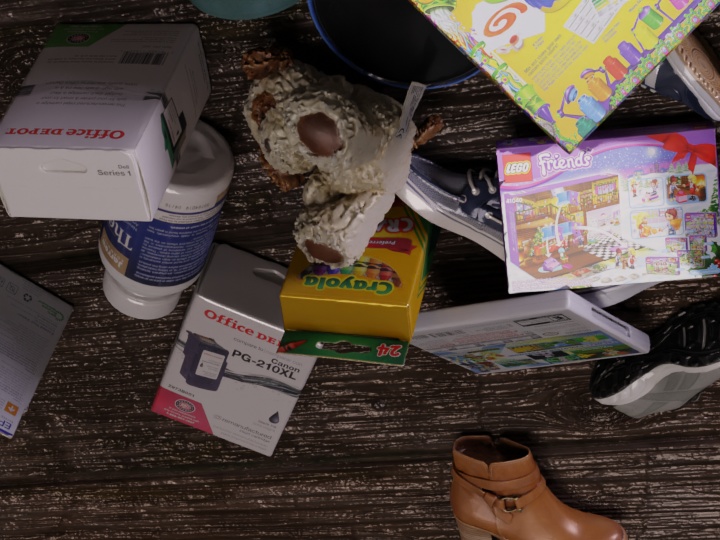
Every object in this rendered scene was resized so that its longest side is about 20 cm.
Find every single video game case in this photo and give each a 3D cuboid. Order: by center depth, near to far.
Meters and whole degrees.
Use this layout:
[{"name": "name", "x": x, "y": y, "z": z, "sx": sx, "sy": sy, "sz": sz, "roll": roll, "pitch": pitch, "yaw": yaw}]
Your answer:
[{"name": "video game case", "x": 0.157, "y": 0.063, "z": 1.646, "sx": 0.198, "sy": 0.022, "sz": 0.182, "roll": -10, "pitch": 159, "yaw": 32}]

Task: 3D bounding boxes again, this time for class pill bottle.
[{"name": "pill bottle", "x": -0.198, "y": -0.048, "z": 1.657, "sx": 0.110, "sy": 0.112, "sz": 0.201, "roll": 20, "pitch": 133, "yaw": -3}]

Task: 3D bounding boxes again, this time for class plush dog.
[{"name": "plush dog", "x": -0.035, "y": -0.131, "z": 1.530, "sx": 0.171, "sy": 0.160, "sz": 0.201, "roll": 31, "pitch": 146, "yaw": 28}]

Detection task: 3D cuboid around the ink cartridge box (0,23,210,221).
[{"name": "ink cartridge box", "x": -0.234, "y": -0.137, "z": 1.524, "sx": 0.144, "sy": 0.201, "sz": 0.085, "roll": 2, "pitch": 132, "yaw": 14}]

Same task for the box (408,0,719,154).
[{"name": "box", "x": 0.170, "y": -0.240, "z": 1.316, "sx": 0.192, "sy": 0.122, "sz": 0.200, "roll": 43, "pitch": 116, "yaw": -5}]

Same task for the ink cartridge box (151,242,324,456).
[{"name": "ink cartridge box", "x": -0.124, "y": 0.086, "z": 1.776, "sx": 0.143, "sy": 0.085, "sz": 0.201, "roll": 21, "pitch": 134, "yaw": -5}]

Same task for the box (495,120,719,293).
[{"name": "box", "x": 0.226, "y": -0.057, "z": 1.526, "sx": 0.197, "sy": 0.039, "sz": 0.139, "roll": -4, "pitch": 106, "yaw": 7}]

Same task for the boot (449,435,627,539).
[{"name": "boot", "x": 0.194, "y": 0.253, "z": 1.852, "sx": 0.197, "sy": 0.074, "sz": 0.156, "roll": 0, "pitch": 127, "yaw": 12}]

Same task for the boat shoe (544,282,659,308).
[{"name": "boat shoe", "x": 0.263, "y": -0.019, "z": 1.597, "sx": 0.198, "sy": 0.072, "sz": 0.062, "roll": -22, "pitch": 109, "yaw": 20}]

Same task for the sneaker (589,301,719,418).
[{"name": "sneaker", "x": 0.325, "y": 0.093, "z": 1.677, "sx": 0.079, "sy": 0.075, "sz": 0.199, "roll": 35, "pitch": 138, "yaw": -29}]

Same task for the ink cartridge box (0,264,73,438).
[{"name": "ink cartridge box", "x": -0.423, "y": 0.066, "z": 1.762, "sx": 0.199, "sy": 0.201, "sz": 0.041, "roll": 32, "pitch": 132, "yaw": -14}]

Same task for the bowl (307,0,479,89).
[{"name": "bowl", "x": 0.045, "y": -0.245, "z": 1.462, "sx": 0.198, "sy": 0.040, "sz": 0.202, "roll": 8, "pitch": 132, "yaw": 8}]

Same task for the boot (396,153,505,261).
[{"name": "boot", "x": 0.124, "y": -0.076, "z": 1.583, "sx": 0.199, "sy": 0.073, "sz": 0.091, "roll": 29, "pitch": 120, "yaw": -16}]

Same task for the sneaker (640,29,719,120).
[{"name": "sneaker", "x": 0.225, "y": -0.184, "z": 1.444, "sx": 0.200, "sy": 0.070, "sz": 0.108, "roll": 43, "pitch": 124, "yaw": -14}]

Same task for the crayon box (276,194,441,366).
[{"name": "crayon box", "x": 0.000, "y": 0.000, "z": 1.585, "sx": 0.125, "sy": 0.201, "sz": 0.051, "roll": 4, "pitch": 133, "yaw": 11}]

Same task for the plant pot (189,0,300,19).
[{"name": "plant pot", "x": -0.104, "y": -0.313, "z": 1.345, "sx": 0.198, "sy": 0.202, "sz": 0.189, "roll": 0, "pitch": 141, "yaw": 16}]
